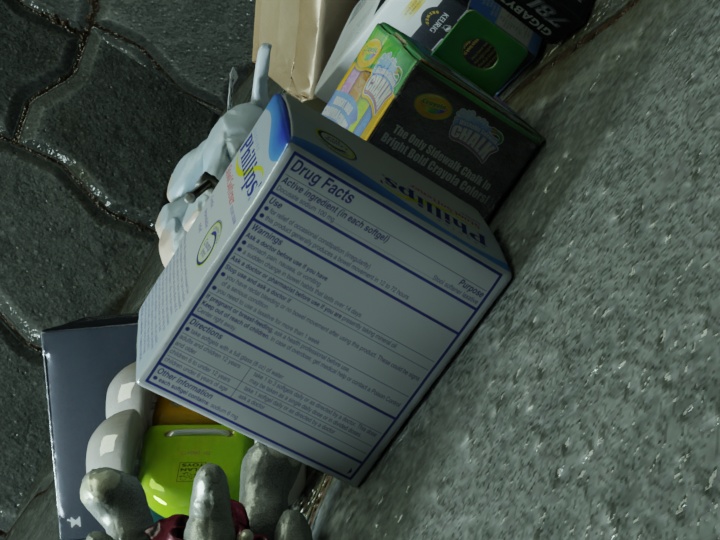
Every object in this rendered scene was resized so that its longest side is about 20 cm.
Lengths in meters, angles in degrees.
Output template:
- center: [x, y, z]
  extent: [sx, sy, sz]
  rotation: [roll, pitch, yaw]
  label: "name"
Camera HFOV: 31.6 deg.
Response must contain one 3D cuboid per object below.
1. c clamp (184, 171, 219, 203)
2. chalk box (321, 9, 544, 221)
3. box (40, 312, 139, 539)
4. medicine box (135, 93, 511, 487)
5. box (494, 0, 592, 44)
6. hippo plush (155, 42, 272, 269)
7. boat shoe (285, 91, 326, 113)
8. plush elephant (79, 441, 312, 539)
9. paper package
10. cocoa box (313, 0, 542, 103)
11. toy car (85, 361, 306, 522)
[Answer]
- center: [-0.044, -0.021, 0.987]
  extent: [0.027, 0.199, 0.171]
  rotation: [-53, 10, 17]
  label: "c clamp"
- center: [0.047, -0.103, 0.976]
  extent: [0.201, 0.124, 0.124]
  rotation: [-56, 24, 12]
  label: "chalk box"
- center: [-0.236, 0.147, 1.273]
  extent: [0.200, 0.116, 0.200]
  rotation: [-127, 32, -88]
  label: "box"
- center: [-0.030, 0.016, 0.879]
  extent: [0.201, 0.181, 0.103]
  rotation: [-55, 22, 16]
  label: "medicine box"
- center: [0.125, -0.320, 1.035]
  extent: [0.050, 0.199, 0.200]
  rotation: [-32, 30, 57]
  label: "box"
- center: [-0.082, -0.060, 1.156]
  extent: [0.159, 0.159, 0.202]
  rotation: [-21, 47, 60]
  label: "hippo plush"
- center: [-0.063, -0.130, 1.355]
  extent: [0.068, 0.071, 0.202]
  rotation: [114, 172, -65]
  label: "boat shoe"
- center: [-0.101, 0.197, 0.838]
  extent: [0.155, 0.162, 0.203]
  rotation: [119, 148, -65]
  label: "plush elephant"
- center: [-0.008, -0.305, 1.333]
  extent: [0.199, 0.103, 0.193]
  rotation: [-28, -40, -36]
  label: "paper package"
- center: [0.071, -0.218, 1.156]
  extent: [0.200, 0.130, 0.134]
  rotation: [-42, 21, 52]
  label: "cocoa box"
- center: [-0.128, 0.165, 1.061]
  extent: [0.201, 0.172, 0.152]
  rotation: [-91, 0, -66]
  label: "toy car"
